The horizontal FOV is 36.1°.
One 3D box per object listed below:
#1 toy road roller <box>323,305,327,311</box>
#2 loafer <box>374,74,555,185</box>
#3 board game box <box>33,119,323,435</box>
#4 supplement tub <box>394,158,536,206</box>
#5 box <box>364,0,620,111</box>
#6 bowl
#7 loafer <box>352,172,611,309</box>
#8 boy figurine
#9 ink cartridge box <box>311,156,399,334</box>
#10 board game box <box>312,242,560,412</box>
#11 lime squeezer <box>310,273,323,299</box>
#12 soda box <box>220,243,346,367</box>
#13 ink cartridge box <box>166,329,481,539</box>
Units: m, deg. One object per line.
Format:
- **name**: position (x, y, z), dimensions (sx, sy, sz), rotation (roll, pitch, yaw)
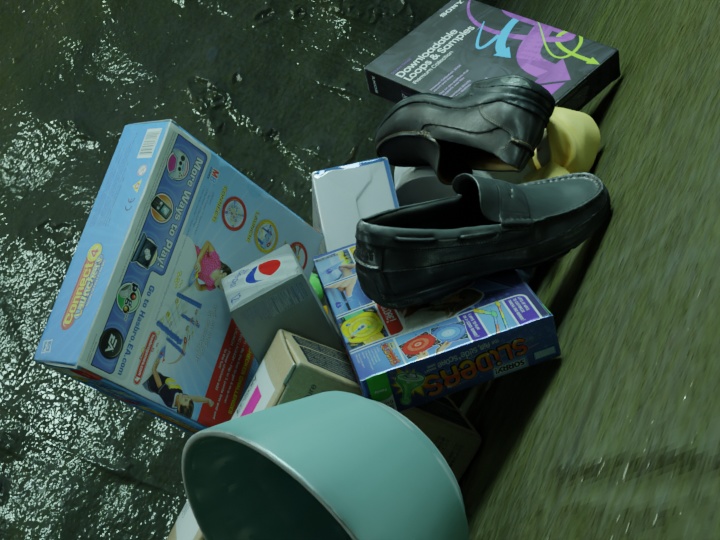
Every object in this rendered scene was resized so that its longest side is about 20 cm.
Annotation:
- **toy road roller**: position (0.000, 0.086, 1.266), dimensions (0.123, 0.146, 0.200), rotation (-59, 5, 38)
- **loafer**: position (0.075, -0.109, 0.940), dimensions (0.200, 0.073, 0.073), rotation (-9, 59, 56)
- **board game box**: position (-0.134, 0.017, 0.877), dimensions (0.056, 0.196, 0.201), rotation (2, 66, 39)
- **supplement tub**: position (0.118, -0.115, 1.099), dimensions (0.200, 0.145, 0.146), rotation (-65, 4, -37)
- **box**: position (0.121, -0.188, 1.040), dimensions (0.143, 0.200, 0.036), rotation (-41, -42, -23)
- **bowl**: position (-0.009, 0.157, 0.698), dimensions (0.105, 0.201, 0.201), rotation (-34, -13, -34)
- **loafer**: position (0.088, -0.035, 0.773), dimensions (0.068, 0.200, 0.071), rotation (-136, 31, -55)
- **boy figurine**: position (0.140, -0.045, 0.917), dimensions (0.124, 0.064, 0.201), rotation (133, 162, -88)
- **ink cartridge box**: position (0.000, 0.000, 1.053), dimensions (0.200, 0.076, 0.137), rotation (99, 161, -69)
- **board game box**: position (0.047, 0.023, 0.807), dimensions (0.200, 0.135, 0.035), rotation (-114, 6, -63)
- **lime squeezer**: position (-0.044, 0.030, 1.071), dimensions (0.038, 0.071, 0.200), rotation (-41, 13, 1)
- **soda box**: position (-0.036, 0.084, 0.875), dimensions (0.063, 0.201, 0.068), rotation (-28, 24, -2)
- **ink cartridge box**: position (-0.031, 0.167, 0.829), dimensions (0.201, 0.164, 0.075), rotation (-61, 22, 10)
